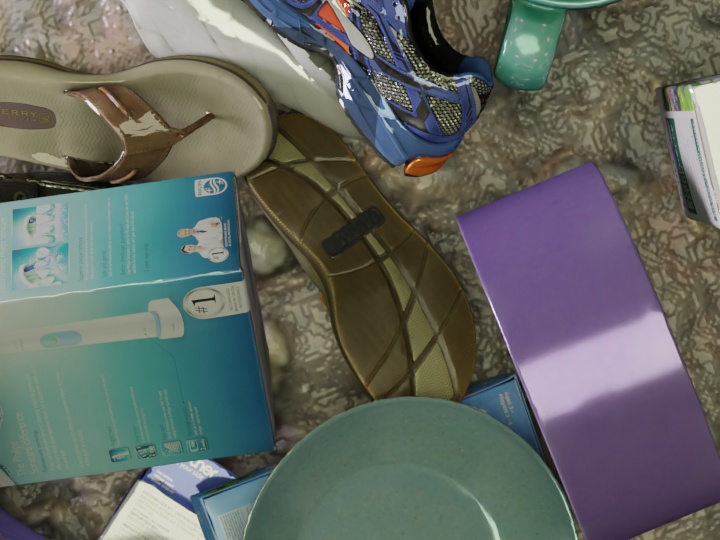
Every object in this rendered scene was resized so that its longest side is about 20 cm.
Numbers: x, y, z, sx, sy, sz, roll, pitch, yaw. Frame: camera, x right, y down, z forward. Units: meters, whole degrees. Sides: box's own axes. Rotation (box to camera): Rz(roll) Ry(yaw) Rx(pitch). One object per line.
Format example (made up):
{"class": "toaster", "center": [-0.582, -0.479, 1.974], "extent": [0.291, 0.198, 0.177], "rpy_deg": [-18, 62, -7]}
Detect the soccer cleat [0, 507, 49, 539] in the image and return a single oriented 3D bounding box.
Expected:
{"class": "soccer cleat", "center": [-0.236, 0.152, 1.640], "extent": [0.199, 0.076, 0.067], "rpy_deg": [31, 95, 16]}

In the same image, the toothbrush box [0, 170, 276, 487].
{"class": "toothbrush box", "center": [-0.155, 0.037, 1.609], "extent": [0.199, 0.086, 0.147], "rpy_deg": [-9, 134, 1]}

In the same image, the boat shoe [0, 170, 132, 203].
{"class": "boat shoe", "center": [-0.218, -0.021, 1.649], "extent": [0.200, 0.066, 0.072], "rpy_deg": [1, 94, 1]}

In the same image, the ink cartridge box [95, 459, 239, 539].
{"class": "ink cartridge box", "center": [-0.115, 0.206, 1.677], "extent": [0.119, 0.042, 0.200], "rpy_deg": [32, 96, -2]}

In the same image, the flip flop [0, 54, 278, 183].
{"class": "flip flop", "center": [-0.145, -0.081, 1.630], "extent": [0.199, 0.058, 0.081], "rpy_deg": [6, 121, 8]}

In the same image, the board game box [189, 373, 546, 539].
{"class": "board game box", "center": [0.021, 0.164, 1.648], "extent": [0.199, 0.037, 0.152], "rpy_deg": [-20, 93, -14]}

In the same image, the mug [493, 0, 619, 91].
{"class": "mug", "center": [0.107, -0.211, 1.609], "extent": [0.185, 0.114, 0.152], "rpy_deg": [-42, 93, 4]}

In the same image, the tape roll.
{"class": "tape roll", "center": [0.127, 0.048, 1.583], "extent": [0.085, 0.200, 0.201], "rpy_deg": [-23, 93, 2]}

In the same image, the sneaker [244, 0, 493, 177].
{"class": "sneaker", "center": [0.001, -0.150, 1.593], "extent": [0.078, 0.075, 0.200], "rpy_deg": [-38, 98, 30]}

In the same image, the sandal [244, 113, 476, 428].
{"class": "sandal", "center": [0.000, 0.000, 1.657], "extent": [0.080, 0.054, 0.200], "rpy_deg": [-32, 77, -11]}

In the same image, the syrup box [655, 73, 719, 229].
{"class": "syrup box", "center": [0.215, -0.071, 1.573], "extent": [0.081, 0.200, 0.079], "rpy_deg": [-13, 93, 0]}

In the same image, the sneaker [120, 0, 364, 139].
{"class": "sneaker", "center": [-0.069, -0.137, 1.646], "extent": [0.200, 0.076, 0.081], "rpy_deg": [40, 116, -6]}

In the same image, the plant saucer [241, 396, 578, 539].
{"class": "plant saucer", "center": [0.024, 0.171, 1.610], "extent": [0.200, 0.039, 0.202], "rpy_deg": [0, 89, -16]}
